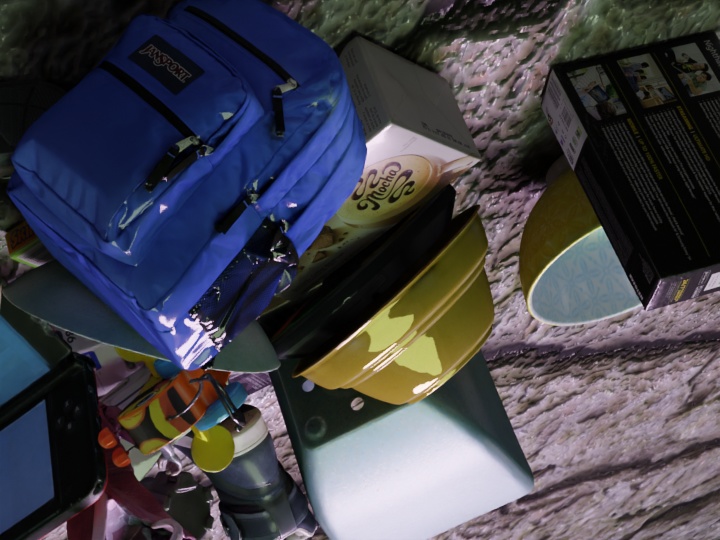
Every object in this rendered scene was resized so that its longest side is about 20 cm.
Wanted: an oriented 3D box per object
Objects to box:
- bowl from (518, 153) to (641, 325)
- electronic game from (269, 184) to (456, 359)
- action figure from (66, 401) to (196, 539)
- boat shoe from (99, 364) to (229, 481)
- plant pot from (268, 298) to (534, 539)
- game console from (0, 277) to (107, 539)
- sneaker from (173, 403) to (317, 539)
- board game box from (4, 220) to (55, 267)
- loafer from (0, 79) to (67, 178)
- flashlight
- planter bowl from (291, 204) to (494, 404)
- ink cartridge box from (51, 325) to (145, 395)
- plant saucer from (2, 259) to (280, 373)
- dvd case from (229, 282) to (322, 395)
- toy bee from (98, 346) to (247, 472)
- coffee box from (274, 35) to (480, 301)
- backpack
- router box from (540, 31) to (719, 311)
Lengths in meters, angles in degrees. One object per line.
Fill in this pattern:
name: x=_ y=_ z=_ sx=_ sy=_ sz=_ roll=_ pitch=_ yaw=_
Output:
bowl: x=0.216 y=-0.050 z=1.212 sx=0.198 sy=0.109 sz=0.201 roll=-17 pitch=154 yaw=-8
electronic game: x=0.000 y=0.000 z=1.125 sx=0.200 sy=0.042 sz=0.200 roll=-42 pitch=-176 yaw=3
action figure: x=-0.210 y=0.165 z=1.088 sx=0.133 sy=0.202 sz=0.149 roll=-24 pitch=160 yaw=-4
boat shoe: x=-0.196 y=0.128 z=1.192 sx=0.200 sy=0.066 sz=0.072 roll=-42 pitch=110 yaw=9
plant pot: x=0.017 y=0.125 z=1.274 sx=0.195 sy=0.197 sz=0.200 roll=-26 pitch=149 yaw=8
game console: x=-0.304 y=0.125 z=1.061 sx=0.199 sy=0.174 sz=0.118 roll=-34 pitch=141 yaw=24
sneaker: x=-0.113 y=0.183 z=1.246 sx=0.076 sy=0.147 sz=0.202 roll=-31 pitch=-162 yaw=-17
board game box: x=-0.171 y=-0.014 z=1.085 sx=0.095 sy=0.030 sz=0.200 roll=-31 pitch=149 yaw=19
loafer: x=-0.272 y=-0.071 z=0.861 sx=0.198 sy=0.073 sz=0.063 roll=-10 pitch=156 yaw=-28
flashlight: x=-0.192 y=0.216 z=1.242 sx=0.068 sy=0.068 sz=0.199 roll=42 pitch=156 yaw=-23
planter bowl: x=0.045 y=0.045 z=1.105 sx=0.200 sy=0.084 sz=0.200 roll=-42 pitch=-176 yaw=4
ink cartridge box: x=-0.277 y=0.088 z=1.185 sx=0.198 sy=0.040 sz=0.100 roll=-16 pitch=154 yaw=-7
plant saucer: x=-0.147 y=0.022 z=0.976 sx=0.200 sy=0.200 sz=0.039 roll=11 pitch=97 yaw=-47
dvd case: x=-0.073 y=0.062 z=1.310 sx=0.198 sy=0.016 sz=0.149 roll=-28 pitch=154 yaw=10
toy bee: x=-0.148 y=0.093 z=1.049 sx=0.108 sy=0.132 sz=0.200 roll=-33 pitch=169 yaw=1
coffee box: x=-0.028 y=-0.068 z=1.028 sx=0.199 sy=0.081 sz=0.112 roll=-36 pitch=150 yaw=27
backpack: x=-0.094 y=-0.070 z=0.850 sx=0.200 sy=0.162 sz=0.168 roll=-45 pitch=158 yaw=-14
router box: x=0.245 y=-0.080 z=1.072 sx=0.147 sy=0.202 sz=0.051 roll=-14 pitch=151 yaw=-14
